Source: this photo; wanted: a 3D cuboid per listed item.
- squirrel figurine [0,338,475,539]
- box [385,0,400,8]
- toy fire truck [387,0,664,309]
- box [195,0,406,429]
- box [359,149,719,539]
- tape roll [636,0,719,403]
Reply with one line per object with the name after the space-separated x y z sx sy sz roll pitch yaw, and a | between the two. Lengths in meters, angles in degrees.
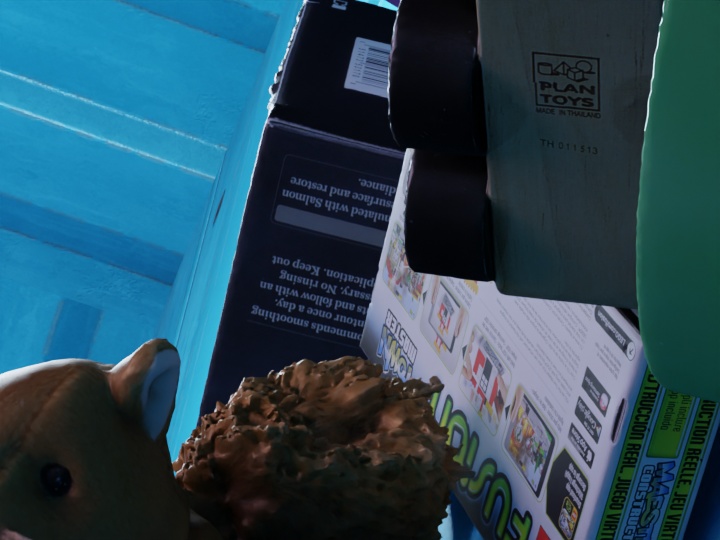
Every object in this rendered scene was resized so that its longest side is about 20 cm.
-0.054 0.102 0.703 0.141 0.187 0.200 -16 14 44 | squirrel figurine
0.057 -0.170 0.793 0.200 0.175 0.097 -25 39 63 | box
0.090 -0.110 0.613 0.177 0.128 0.201 81 -161 -46 | toy fire truck
0.000 0.000 1.029 0.197 0.117 0.201 -79 3 -66 | box
0.055 0.025 0.743 0.200 0.035 0.111 -124 42 -57 | box
0.112 -0.066 0.487 0.200 0.048 0.201 13 -90 -71 | tape roll
